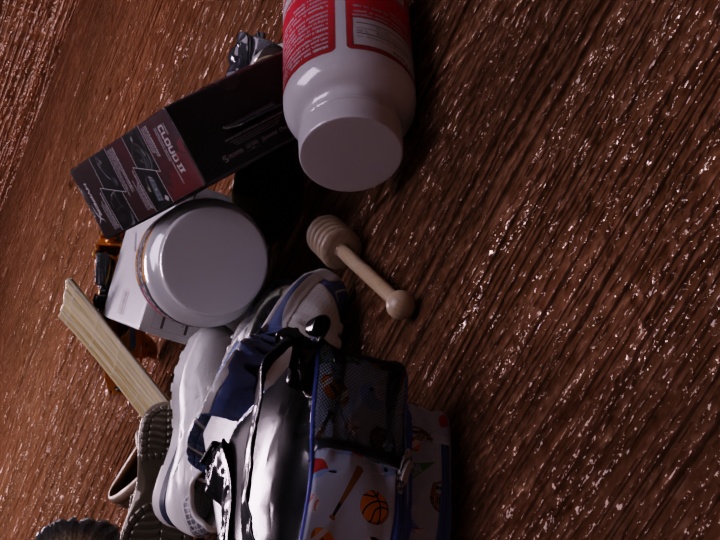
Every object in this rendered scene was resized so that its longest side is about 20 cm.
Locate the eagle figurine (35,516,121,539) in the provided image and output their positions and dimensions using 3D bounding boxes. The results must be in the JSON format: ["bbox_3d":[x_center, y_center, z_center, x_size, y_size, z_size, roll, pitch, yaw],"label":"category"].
[{"bbox_3d":[-0.315,0.368,1.593,0.152,0.151,0.200,-62,7,-32],"label":"eagle figurine"}]

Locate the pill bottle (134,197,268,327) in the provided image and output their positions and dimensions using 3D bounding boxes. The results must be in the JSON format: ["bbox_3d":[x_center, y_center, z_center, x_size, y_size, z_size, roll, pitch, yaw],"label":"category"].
[{"bbox_3d":[-0.146,-0.007,1.346,0.200,0.115,0.118,174,112,-78],"label":"pill bottle"}]

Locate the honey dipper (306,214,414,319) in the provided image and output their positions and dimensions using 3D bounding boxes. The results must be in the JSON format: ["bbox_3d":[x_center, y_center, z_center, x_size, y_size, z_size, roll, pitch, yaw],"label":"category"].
[{"bbox_3d":[0.000,0.000,1.187,0.038,0.038,0.200,-69,23,12],"label":"honey dipper"}]

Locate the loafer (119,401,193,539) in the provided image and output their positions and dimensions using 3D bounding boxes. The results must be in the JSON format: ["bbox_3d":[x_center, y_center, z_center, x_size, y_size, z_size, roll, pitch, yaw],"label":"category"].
[{"bbox_3d":[-0.193,0.230,1.457,0.068,0.075,0.202,16,-97,-86],"label":"loafer"}]

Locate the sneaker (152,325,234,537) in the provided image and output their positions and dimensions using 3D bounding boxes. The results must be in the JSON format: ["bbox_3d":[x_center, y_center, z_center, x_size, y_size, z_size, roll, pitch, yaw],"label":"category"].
[{"bbox_3d":[-0.139,0.152,1.393,0.080,0.076,0.202,-2,80,59],"label":"sneaker"}]

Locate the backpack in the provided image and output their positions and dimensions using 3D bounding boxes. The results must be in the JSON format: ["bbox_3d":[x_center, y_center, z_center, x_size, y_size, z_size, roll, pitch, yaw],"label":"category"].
[{"bbox_3d":[-0.028,0.166,0.975,0.200,0.153,0.192,122,163,-50],"label":"backpack"}]

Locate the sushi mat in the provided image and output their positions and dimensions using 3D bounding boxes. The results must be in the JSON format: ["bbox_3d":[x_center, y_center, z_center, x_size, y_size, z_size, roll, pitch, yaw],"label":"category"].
[{"bbox_3d":[-0.269,0.102,1.623,0.200,0.012,0.096,49,148,15],"label":"sushi mat"}]

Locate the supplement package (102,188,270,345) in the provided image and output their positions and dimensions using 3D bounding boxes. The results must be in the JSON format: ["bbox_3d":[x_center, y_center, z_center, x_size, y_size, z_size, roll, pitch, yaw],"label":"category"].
[{"bbox_3d":[-0.184,-0.004,1.549,0.200,0.110,0.157,-173,99,-70],"label":"supplement package"}]

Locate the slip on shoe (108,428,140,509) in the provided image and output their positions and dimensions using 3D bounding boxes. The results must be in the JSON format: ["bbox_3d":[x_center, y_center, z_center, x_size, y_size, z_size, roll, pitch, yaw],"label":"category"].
[{"bbox_3d":[-0.206,0.182,1.537,0.201,0.060,0.076,-58,26,35],"label":"slip on shoe"}]

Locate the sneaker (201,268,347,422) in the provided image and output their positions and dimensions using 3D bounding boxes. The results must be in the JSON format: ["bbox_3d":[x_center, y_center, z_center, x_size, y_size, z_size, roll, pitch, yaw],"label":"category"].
[{"bbox_3d":[-0.040,0.087,1.167,0.081,0.115,0.200,-58,-4,30],"label":"sneaker"}]

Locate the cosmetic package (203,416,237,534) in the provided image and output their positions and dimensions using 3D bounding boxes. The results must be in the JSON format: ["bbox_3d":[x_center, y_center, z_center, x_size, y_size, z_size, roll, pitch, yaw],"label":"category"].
[{"bbox_3d":[-0.070,0.163,1.192,0.102,0.071,0.201,-63,23,25],"label":"cosmetic package"}]

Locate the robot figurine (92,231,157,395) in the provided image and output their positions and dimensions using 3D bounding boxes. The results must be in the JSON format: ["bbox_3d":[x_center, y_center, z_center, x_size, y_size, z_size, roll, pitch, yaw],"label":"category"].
[{"bbox_3d":[-0.274,0.036,1.706,0.145,0.058,0.202,-85,-4,-60],"label":"robot figurine"}]

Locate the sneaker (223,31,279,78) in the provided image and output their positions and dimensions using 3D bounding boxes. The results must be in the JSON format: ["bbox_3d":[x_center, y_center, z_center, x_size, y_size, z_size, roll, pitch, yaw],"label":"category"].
[{"bbox_3d":[-0.116,-0.187,1.560,0.201,0.075,0.115,-108,37,-60],"label":"sneaker"}]

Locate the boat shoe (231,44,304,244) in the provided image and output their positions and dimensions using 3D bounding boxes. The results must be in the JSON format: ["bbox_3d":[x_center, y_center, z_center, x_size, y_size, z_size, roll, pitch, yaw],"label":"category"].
[{"bbox_3d":[-0.085,-0.122,1.417,0.066,0.071,0.202,-82,-2,-56],"label":"boat shoe"}]

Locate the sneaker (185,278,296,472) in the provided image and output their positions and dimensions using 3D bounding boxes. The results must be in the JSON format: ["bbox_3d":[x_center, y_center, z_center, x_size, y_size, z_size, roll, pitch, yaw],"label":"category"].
[{"bbox_3d":[-0.095,0.095,1.325,0.201,0.077,0.085,-58,16,16],"label":"sneaker"}]

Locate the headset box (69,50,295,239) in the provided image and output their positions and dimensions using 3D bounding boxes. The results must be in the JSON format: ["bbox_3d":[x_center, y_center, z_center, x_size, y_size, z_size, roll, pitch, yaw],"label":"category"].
[{"bbox_3d":[-0.142,-0.113,1.298,0.148,0.078,0.199,-33,8,-40],"label":"headset box"}]

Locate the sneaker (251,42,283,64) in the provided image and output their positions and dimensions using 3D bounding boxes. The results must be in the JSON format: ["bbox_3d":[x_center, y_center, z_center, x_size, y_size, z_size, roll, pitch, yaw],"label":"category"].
[{"bbox_3d":[-0.050,-0.191,1.430,0.200,0.074,0.089,151,117,-66],"label":"sneaker"}]

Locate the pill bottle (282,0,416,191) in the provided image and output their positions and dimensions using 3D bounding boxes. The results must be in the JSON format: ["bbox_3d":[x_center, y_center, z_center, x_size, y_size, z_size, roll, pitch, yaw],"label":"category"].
[{"bbox_3d":[-0.010,-0.168,1.229,0.112,0.111,0.201,-53,29,42],"label":"pill bottle"}]
